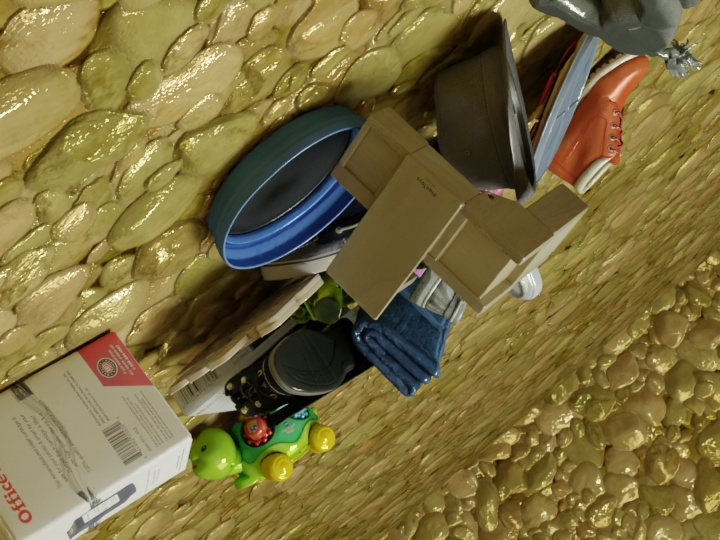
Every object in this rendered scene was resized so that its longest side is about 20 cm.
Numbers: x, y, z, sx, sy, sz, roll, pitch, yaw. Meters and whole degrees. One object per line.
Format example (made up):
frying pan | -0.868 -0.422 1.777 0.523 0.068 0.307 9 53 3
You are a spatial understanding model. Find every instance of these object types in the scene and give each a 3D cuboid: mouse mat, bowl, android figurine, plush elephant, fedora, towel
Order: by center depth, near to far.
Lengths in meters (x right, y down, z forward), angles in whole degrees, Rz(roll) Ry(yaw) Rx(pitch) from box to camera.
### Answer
bowl | -0.067 -0.084 1.364 0.200 0.039 0.201 -36 161 -14
plush elephant | 0.301 -0.312 1.420 0.199 0.156 0.164 28 159 -37
fedora | 0.128 -0.159 1.451 0.090 0.178 0.201 -9 140 12
android figurine | 0.000 0.000 1.556 0.181 0.041 0.200 -26 -166 11
towel | 0.051 0.058 1.559 0.049 0.112 0.200 -43 -172 23
mouse mat | -0.042 0.138 1.613 0.160 0.008 0.200 -31 179 -6

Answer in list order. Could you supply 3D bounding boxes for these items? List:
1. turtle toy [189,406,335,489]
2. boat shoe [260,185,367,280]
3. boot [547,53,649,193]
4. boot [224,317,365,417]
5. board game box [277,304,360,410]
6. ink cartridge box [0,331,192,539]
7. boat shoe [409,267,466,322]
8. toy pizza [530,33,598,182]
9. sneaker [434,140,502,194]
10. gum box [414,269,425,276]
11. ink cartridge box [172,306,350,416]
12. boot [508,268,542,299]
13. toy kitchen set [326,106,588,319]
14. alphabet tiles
turtle toy | -0.138 0.229 1.846 0.199 0.102 0.145 -30 -171 -31
boat shoe | -0.023 -0.056 1.488 0.199 0.093 0.075 -16 -171 8
boot | 0.320 -0.194 1.779 0.200 0.107 0.075 -49 158 21
boot | -0.091 0.123 1.524 0.153 0.074 0.203 -29 177 24
board game box | -0.035 0.104 1.693 0.199 0.034 0.134 -35 164 8
ink cartridge box | -0.290 0.177 1.355 0.199 0.145 0.085 -31 160 -27
boat shoe | 0.125 -0.003 1.551 0.202 0.065 0.075 -39 162 -54
toy pizza | 0.232 -0.197 1.635 0.201 0.032 0.201 90 26 -65
sneaker | 0.110 -0.106 1.567 0.079 0.095 0.200 -46 176 32
gum box | 0.085 -0.028 1.755 0.199 0.066 0.114 -26 159 -38
ink cartridge box | -0.108 0.103 1.702 0.197 0.047 0.200 -42 165 17
boot | 0.136 -0.022 1.673 0.096 0.200 0.073 -47 -165 -30
toy kitchen set | 0.079 -0.049 1.378 0.163 0.200 0.180 -53 168 33
alphabet tiles | -0.124 0.066 1.509 0.200 0.015 0.196 -31 -171 43
